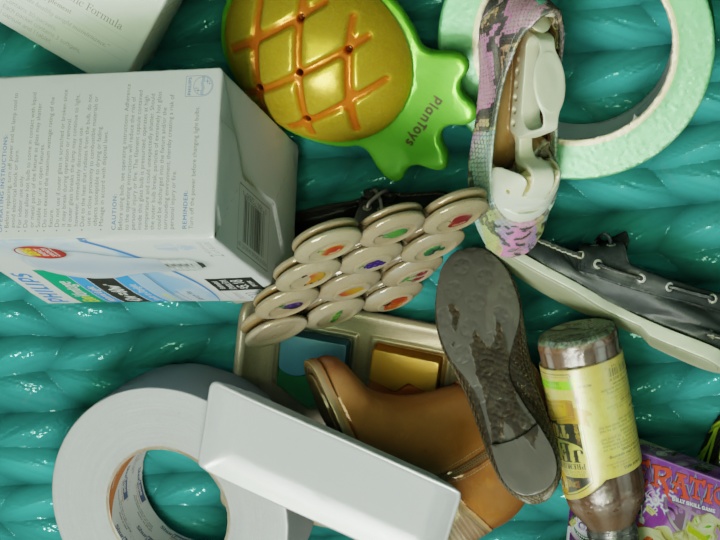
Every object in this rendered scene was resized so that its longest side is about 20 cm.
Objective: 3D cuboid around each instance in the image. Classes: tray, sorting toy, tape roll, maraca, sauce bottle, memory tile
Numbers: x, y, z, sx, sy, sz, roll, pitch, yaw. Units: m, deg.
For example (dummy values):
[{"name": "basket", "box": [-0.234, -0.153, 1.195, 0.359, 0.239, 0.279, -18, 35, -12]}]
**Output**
[{"name": "tray", "box": [-0.022, 0.147, 1.690, 0.199, 0.022, 0.108, 24, 140, 9]}, {"name": "sorting toy", "box": [-0.005, 0.121, 1.799, 0.199, 0.036, 0.186, 9, 109, 5]}, {"name": "tape roll", "box": [-0.138, 0.176, 1.803, 0.199, 0.066, 0.201, 5, 107, 18]}, {"name": "tape roll", "box": [0.157, -0.168, 1.676, 0.200, 0.048, 0.201, 2, 109, 7]}, {"name": "maraca", "box": [-0.010, -0.148, 1.672, 0.200, 0.107, 0.137, 33, 123, 2]}, {"name": "sauce bottle", "box": [0.178, 0.139, 1.718, 0.064, 0.065, 0.201, -9, 102, 11]}, {"name": "memory tile", "box": [0.000, 0.000, 1.672, 0.153, 0.200, 0.017, -13, 71, -23]}]

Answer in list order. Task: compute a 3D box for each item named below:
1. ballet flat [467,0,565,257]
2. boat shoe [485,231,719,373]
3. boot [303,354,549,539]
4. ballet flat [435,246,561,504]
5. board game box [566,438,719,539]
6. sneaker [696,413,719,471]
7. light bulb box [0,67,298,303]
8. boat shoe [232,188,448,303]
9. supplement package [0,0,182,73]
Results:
[{"name": "ballet flat", "box": [0.116, -0.099, 1.637, 0.069, 0.071, 0.201, -7, 109, -25]}, {"name": "boat shoe", "box": [0.193, 0.005, 1.719, 0.199, 0.075, 0.066, 26, 82, 10]}, {"name": "boot", "box": [0.062, 0.105, 1.737, 0.155, 0.074, 0.200, -38, 112, -4]}, {"name": "ballet flat", "box": [0.104, 0.078, 1.705, 0.067, 0.046, 0.201, -21, 70, 6]}, {"name": "board game box", "box": [0.244, 0.200, 1.739, 0.200, 0.032, 0.121, 18, 109, 38]}, {"name": "sneaker", "box": [0.323, 0.101, 1.732, 0.076, 0.075, 0.200, 22, 120, -7]}, {"name": "light bulb box", "box": [-0.166, -0.057, 1.657, 0.199, 0.198, 0.125, -1, 76, 15]}, {"name": "boat shoe", "box": [-0.021, -0.030, 1.737, 0.199, 0.067, 0.057, -18, 109, 17]}, {"name": "supplement package", "box": [-0.164, -0.252, 1.663, 0.113, 0.110, 0.200, 30, 110, -2]}]
